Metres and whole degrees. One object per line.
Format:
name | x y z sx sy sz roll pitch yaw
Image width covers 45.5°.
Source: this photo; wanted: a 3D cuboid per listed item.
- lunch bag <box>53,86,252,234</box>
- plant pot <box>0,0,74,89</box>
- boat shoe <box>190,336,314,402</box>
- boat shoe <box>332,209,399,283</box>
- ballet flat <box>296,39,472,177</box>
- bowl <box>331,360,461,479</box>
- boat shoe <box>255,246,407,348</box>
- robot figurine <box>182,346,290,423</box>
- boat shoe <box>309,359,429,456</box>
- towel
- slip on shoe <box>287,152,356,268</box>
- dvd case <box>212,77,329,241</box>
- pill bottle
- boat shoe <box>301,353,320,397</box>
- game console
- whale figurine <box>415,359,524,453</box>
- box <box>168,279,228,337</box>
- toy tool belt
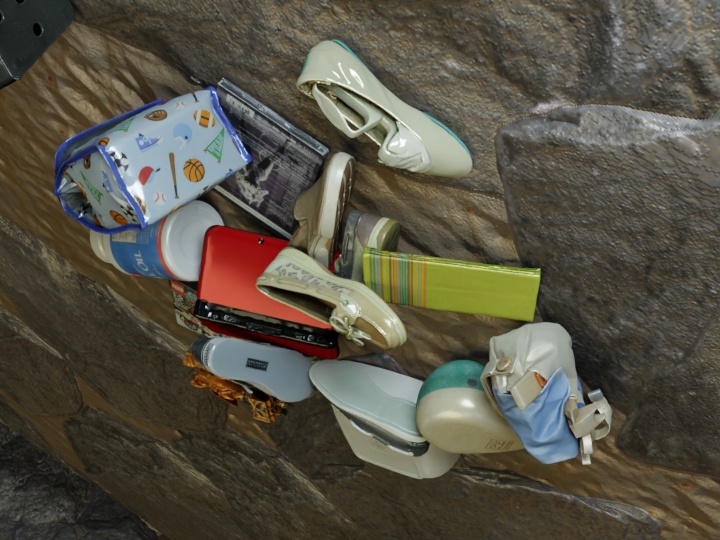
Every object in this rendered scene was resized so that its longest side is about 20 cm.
lunch bag | -0.258 -0.127 1.017 0.199 0.169 0.125 -5 115 54
plant pot | -0.453 -0.306 0.979 0.175 0.201 0.201 5 138 22
boat shoe | -0.149 0.134 1.198 0.198 0.074 0.068 17 176 -43
boat shoe | 0.000 0.000 1.057 0.066 0.072 0.202 32 143 15
ballet flat | 0.020 -0.143 0.852 0.199 0.070 0.069 38 148 -4
bowl | 0.042 0.238 1.315 0.198 0.075 0.201 13 141 34
boat shoe | -0.034 0.044 1.010 0.199 0.063 0.074 28 149 29
robot figurine | -0.214 0.202 1.517 0.198 0.058 0.146 23 147 20
boat shoe | 0.011 0.195 1.201 0.199 0.075 0.061 31 139 24
towel | 0.100 0.016 0.971 0.197 0.018 0.087 7 142 9
slip on shoe | -0.049 -0.070 1.004 0.060 0.077 0.200 21 154 3
dvd case | -0.123 -0.127 1.051 0.148 0.016 0.200 34 147 3
pill bottle | -0.295 -0.046 1.226 0.198 0.113 0.113 4 136 41
boat shoe | -0.092 0.122 1.293 0.061 0.072 0.201 6 136 27
game console | -0.116 0.035 1.177 0.198 0.120 0.172 13 166 4
whale figurine | 0.171 0.178 1.118 0.197 0.105 0.160 10 143 -5
box | -0.211 0.079 1.375 0.198 0.038 0.137 26 147 15
toy tool belt | 0.217 0.166 0.983 0.124 0.123 0.201 -23 119 23
